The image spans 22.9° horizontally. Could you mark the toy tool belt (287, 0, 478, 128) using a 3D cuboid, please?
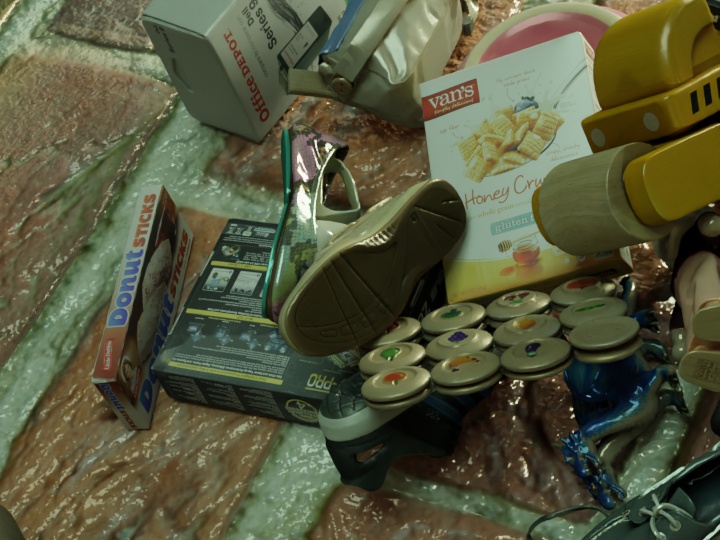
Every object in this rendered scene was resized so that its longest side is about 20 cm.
[{"bbox_3d":[0.021,-0.220,1.553,0.123,0.125,0.200,13,58,20],"label":"toy tool belt"}]

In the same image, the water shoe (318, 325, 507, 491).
[{"bbox_3d":[0.052,0.097,1.322,0.200,0.079,0.071,-24,22,-31],"label":"water shoe"}]

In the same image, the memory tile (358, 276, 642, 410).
[{"bbox_3d":[0.095,0.049,1.276,0.200,0.017,0.153,-12,19,3],"label":"memory tile"}]

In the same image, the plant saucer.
[{"bbox_3d":[0.163,-0.155,1.489,0.200,0.051,0.201,-11,51,13],"label":"plant saucer"}]

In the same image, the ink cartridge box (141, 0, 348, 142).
[{"bbox_3d":[-0.085,-0.237,1.592,0.084,0.146,0.200,23,65,33],"label":"ink cartridge box"}]

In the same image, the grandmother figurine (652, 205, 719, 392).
[{"bbox_3d":[0.247,0.011,1.283,0.061,0.121,0.200,17,29,-5],"label":"grandmother figurine"}]

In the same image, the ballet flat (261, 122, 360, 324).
[{"bbox_3d":[-0.035,-0.041,1.413,0.071,0.069,0.200,5,47,-1],"label":"ballet flat"}]

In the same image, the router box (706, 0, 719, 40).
[{"bbox_3d":[0.350,-0.139,1.329,0.200,0.157,0.052,26,66,36],"label":"router box"}]

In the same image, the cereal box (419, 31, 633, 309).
[{"bbox_3d":[0.127,-0.076,1.399,0.144,0.040,0.200,-17,66,21],"label":"cereal box"}]

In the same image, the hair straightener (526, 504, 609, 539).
[{"bbox_3d":[0.191,0.216,1.193,0.077,0.041,0.200,-44,45,-19],"label":"hair straightener"}]

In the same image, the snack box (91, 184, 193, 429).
[{"bbox_3d":[-0.178,0.028,1.464,0.024,0.072,0.200,-5,52,18],"label":"snack box"}]

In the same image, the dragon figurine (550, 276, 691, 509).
[{"bbox_3d":[0.177,0.076,1.290,0.099,0.059,0.200,-18,48,8],"label":"dragon figurine"}]

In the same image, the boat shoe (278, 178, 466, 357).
[{"bbox_3d":[0.000,0.000,1.340,0.065,0.072,0.200,-10,27,49],"label":"boat shoe"}]

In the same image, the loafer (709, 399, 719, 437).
[{"bbox_3d":[0.332,0.058,1.245,0.071,0.073,0.200,41,83,18],"label":"loafer"}]

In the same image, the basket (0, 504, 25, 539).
[{"bbox_3d":[-0.284,0.270,1.276,0.180,0.136,0.200,-25,44,-4],"label":"basket"}]

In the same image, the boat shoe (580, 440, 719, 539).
[{"bbox_3d":[0.207,0.157,1.166,0.200,0.062,0.073,-31,46,-4],"label":"boat shoe"}]

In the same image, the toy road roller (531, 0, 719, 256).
[{"bbox_3d":[0.209,-0.110,1.285,0.200,0.146,0.123,-28,7,-33],"label":"toy road roller"}]

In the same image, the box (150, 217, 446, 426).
[{"bbox_3d":[-0.045,0.040,1.417,0.200,0.049,0.161,7,54,26],"label":"box"}]
